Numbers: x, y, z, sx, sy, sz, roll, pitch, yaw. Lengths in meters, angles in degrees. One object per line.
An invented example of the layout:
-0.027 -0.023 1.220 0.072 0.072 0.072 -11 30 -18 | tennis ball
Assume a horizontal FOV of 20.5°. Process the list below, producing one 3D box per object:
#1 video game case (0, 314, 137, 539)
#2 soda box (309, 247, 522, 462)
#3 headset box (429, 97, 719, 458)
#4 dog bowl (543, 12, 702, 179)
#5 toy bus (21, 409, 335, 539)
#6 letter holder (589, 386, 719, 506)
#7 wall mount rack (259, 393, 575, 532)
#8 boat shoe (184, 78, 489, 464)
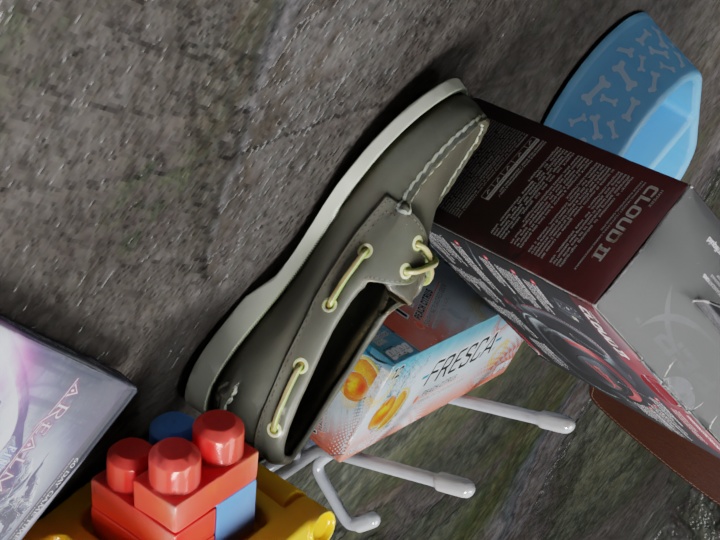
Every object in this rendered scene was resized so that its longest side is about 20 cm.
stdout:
-0.166 0.081 0.760 0.143 0.019 0.200 -52 161 -1 | video game case
0.028 0.035 1.073 0.200 0.063 0.069 -22 146 -59 | soda box
0.128 0.008 0.973 0.075 0.200 0.149 -50 124 -6 | headset box
0.161 -0.076 1.212 0.112 0.050 0.200 -49 162 -11 | dog bowl
-0.103 0.156 0.899 0.200 0.135 0.193 -34 142 -38 | toy bus
0.310 0.107 1.679 0.101 0.200 0.142 -40 159 -34 | letter holder
0.011 0.109 1.093 0.174 0.075 0.200 -35 174 34 | wall mount rack
0.001 0.001 0.946 0.202 0.060 0.072 -52 162 -2 | boat shoe
